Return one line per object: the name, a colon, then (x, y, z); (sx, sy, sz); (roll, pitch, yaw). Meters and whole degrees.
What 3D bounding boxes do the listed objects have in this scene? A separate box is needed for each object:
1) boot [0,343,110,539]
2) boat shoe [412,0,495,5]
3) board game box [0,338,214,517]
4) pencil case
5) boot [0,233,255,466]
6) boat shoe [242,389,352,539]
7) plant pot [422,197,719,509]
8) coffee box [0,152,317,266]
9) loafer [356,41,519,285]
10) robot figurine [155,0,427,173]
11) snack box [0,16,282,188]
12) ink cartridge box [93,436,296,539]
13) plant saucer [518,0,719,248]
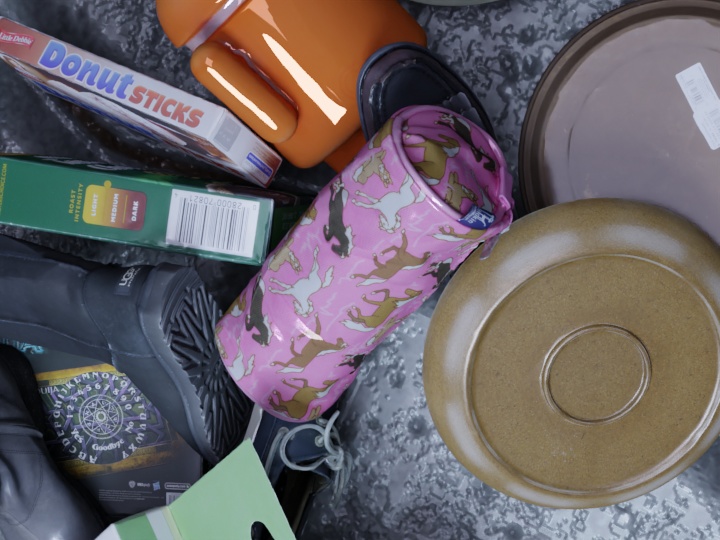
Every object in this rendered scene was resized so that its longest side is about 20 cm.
boot: (-0.224, 0.140, 1.025); (0.069, 0.132, 0.201); (-31, 85, 12)
boat shoe: (0.107, -0.218, 1.005); (0.199, 0.061, 0.072); (-17, 126, 17)
board game box: (-0.192, 0.090, 1.099); (0.197, 0.028, 0.137); (1, 92, 14)
pencil case: (0.000, 0.000, 0.926); (0.200, 0.082, 0.087); (-46, 71, 36)
boot: (-0.170, 0.043, 1.032); (0.198, 0.066, 0.166); (8, 138, 26)
boat shoe: (-0.043, 0.118, 1.016); (0.061, 0.075, 0.201); (18, 69, 31)
plant pot: (0.135, 0.057, 0.974); (0.197, 0.028, 0.202); (-2, 114, -5)
coffee box: (-0.132, -0.039, 1.034); (0.197, 0.123, 0.045); (9, 95, 14)
loafer: (0.062, -0.041, 0.967); (0.071, 0.063, 0.201); (-31, 123, -4)
robot figurine: (-0.040, -0.143, 1.000); (0.200, 0.117, 0.144); (44, 79, -10)
snack box: (-0.141, -0.104, 1.024); (0.199, 0.072, 0.025); (25, 83, 33)
ink cartridge box: (-0.094, 0.200, 0.937); (0.200, 0.048, 0.147); (-44, 67, 49)
plant saucer: (0.191, -0.066, 1.004); (0.197, 0.029, 0.203); (0, 91, 14)
